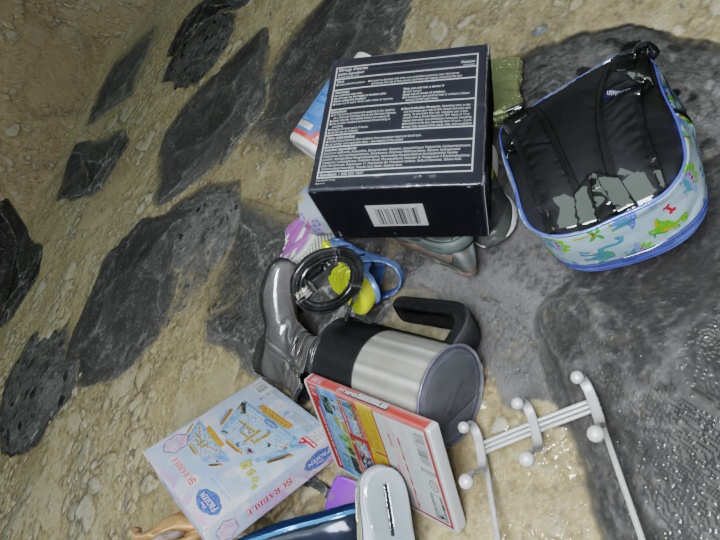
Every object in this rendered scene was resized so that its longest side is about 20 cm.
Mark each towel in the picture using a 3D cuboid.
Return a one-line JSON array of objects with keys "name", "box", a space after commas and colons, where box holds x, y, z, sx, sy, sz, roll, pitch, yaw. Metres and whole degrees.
[{"name": "towel", "box": [0.147, -0.257, 0.870, 0.199, 0.037, 0.149, -7, 53, 23]}]

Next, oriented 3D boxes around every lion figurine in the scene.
[{"name": "lion figurine", "box": [-0.222, 0.321, 0.790, 0.122, 0.073, 0.200, -3, 31, 8]}]

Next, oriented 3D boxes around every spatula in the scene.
[{"name": "spatula", "box": [-0.060, 0.283, 0.753, 0.200, 0.021, 0.057, 5, 72, 47]}]

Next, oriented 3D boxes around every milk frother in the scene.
[{"name": "milk frother", "box": [0.024, 0.082, 0.669, 0.188, 0.200, 0.181, 8, 69, 46]}]

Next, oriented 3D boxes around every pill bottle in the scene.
[{"name": "pill bottle", "box": [-0.030, -0.290, 1.040, 0.200, 0.112, 0.112, -56, 40, 1]}]

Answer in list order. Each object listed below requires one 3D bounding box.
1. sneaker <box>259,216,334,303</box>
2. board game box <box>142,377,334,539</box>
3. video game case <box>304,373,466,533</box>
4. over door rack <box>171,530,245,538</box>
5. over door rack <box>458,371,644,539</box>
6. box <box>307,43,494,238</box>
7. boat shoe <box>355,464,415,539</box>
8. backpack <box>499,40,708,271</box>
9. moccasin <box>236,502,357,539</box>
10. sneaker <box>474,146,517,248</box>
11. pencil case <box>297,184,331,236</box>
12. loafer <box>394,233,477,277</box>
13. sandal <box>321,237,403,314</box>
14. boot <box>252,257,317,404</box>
[{"name": "sneaker", "box": [-0.112, -0.018, 0.977, 0.201, 0.073, 0.114, -51, 36, -11]}, {"name": "board game box", "box": [-0.163, 0.248, 0.776, 0.199, 0.041, 0.200, -30, 31, -30]}, {"name": "video game case", "box": [0.022, 0.201, 0.649, 0.200, 0.143, 0.017, 9, 34, 46]}, {"name": "over door rack", "box": [-0.192, 0.425, 0.762, 0.199, 0.067, 0.148, -5, 60, 27]}, {"name": "over door rack", "box": [0.174, 0.207, 0.530, 0.148, 0.067, 0.200, -32, 45, 26]}, {"name": "box", "box": [0.060, -0.152, 0.699, 0.199, 0.123, 0.199, 1, 66, 16]}, {"name": "boat shoe", "box": [0.030, 0.313, 0.610, 0.062, 0.072, 0.201, 122, 147, -67]}, {"name": "backpack", "box": [0.259, -0.099, 0.602, 0.183, 0.147, 0.200, -25, 45, 30]}, {"name": "moccasin", "box": [-0.076, 0.331, 0.670, 0.200, 0.080, 0.068, -21, 77, 18]}, {"name": "sneaker", "box": [0.150, -0.118, 0.770, 0.074, 0.085, 0.200, -30, 46, 28]}, {"name": "pencil case", "box": [0.001, -0.109, 0.847, 0.200, 0.083, 0.091, -12, 36, 33]}, {"name": "loafer", "box": [0.094, -0.039, 0.787, 0.072, 0.063, 0.200, -30, 23, -10]}, {"name": "sandal", "box": [0.000, 0.000, 0.859, 0.087, 0.080, 0.200, -20, 30, -15]}, {"name": "boot", "box": [-0.096, 0.088, 0.864, 0.131, 0.070, 0.201, 16, 104, 47]}]
